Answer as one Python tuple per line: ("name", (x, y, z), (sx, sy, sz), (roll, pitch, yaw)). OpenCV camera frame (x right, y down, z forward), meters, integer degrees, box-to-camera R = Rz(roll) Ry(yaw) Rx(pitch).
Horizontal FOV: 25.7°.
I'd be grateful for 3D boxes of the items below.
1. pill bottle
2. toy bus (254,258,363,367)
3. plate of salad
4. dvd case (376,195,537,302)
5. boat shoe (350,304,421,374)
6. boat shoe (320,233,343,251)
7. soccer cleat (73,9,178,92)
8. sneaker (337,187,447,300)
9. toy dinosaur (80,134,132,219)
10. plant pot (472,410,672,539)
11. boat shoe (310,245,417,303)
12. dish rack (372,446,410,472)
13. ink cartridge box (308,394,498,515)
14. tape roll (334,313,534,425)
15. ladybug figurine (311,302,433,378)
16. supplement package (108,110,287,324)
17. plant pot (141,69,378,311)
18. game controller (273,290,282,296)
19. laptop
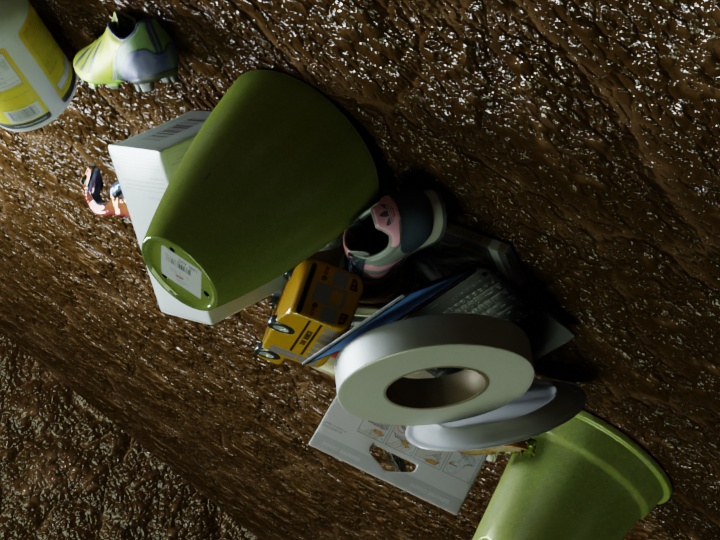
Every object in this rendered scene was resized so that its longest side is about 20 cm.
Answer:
("pill bottle", (-0.407, -0.256, 1.767), (0.112, 0.112, 0.200), (24, 157, 32))
("toy bus", (-0.056, 0.050, 1.645), (0.078, 0.065, 0.200), (19, 160, -5))
("plate of salad", (0.147, 0.164, 1.700), (0.200, 0.200, 0.048), (5, 113, 57))
("dvd case", (0.092, -0.009, 1.640), (0.200, 0.016, 0.149), (22, 156, 35))
("boat shoe", (0.068, 0.081, 1.716), (0.199, 0.065, 0.072), (13, 179, -7))
("boat shoe", (-0.071, -0.062, 1.739), (0.200, 0.072, 0.071), (-5, 112, 55))
("soccer cleat", (-0.249, -0.234, 1.656), (0.200, 0.065, 0.084), (13, 121, 57))
("sneaker", (0.006, -0.025, 1.576), (0.200, 0.082, 0.070), (-47, 56, 52))
("toy dinosaur", (-0.279, -0.094, 1.891), (0.181, 0.200, 0.105), (-20, 111, 30))
("plant pot", (0.229, 0.280, 1.830), (0.200, 0.184, 0.200), (32, 160, 13))
("boat shoe", (0.000, 0.000, 1.714), (0.070, 0.071, 0.200), (7, 180, -38))
("dish rack", (0.009, 0.158, 1.961), (0.153, 0.054, 0.200), (61, -169, -57))
("ink cartridge box", (0.067, 0.173, 1.837), (0.200, 0.176, 0.045), (24, 162, 18))
("tape roll", (0.075, 0.102, 1.583), (0.202, 0.037, 0.203), (-5, 152, -2))
("ladybug figurine", (0.007, 0.069, 1.799), (0.199, 0.136, 0.072), (9, 123, -5))
("supplement package", (-0.171, -0.059, 1.706), (0.117, 0.117, 0.201), (10, 121, 52))
("plant pot", (-0.115, -0.061, 1.534), (0.187, 0.200, 0.187), (29, 147, 21))
("game controller", (-0.067, 0.006, 1.933), (0.104, 0.042, 0.200), (58, 154, -17))
("laptop", (0.080, 0.078, 1.587), (0.200, 0.103, 0.177), (37, 137, -18))
